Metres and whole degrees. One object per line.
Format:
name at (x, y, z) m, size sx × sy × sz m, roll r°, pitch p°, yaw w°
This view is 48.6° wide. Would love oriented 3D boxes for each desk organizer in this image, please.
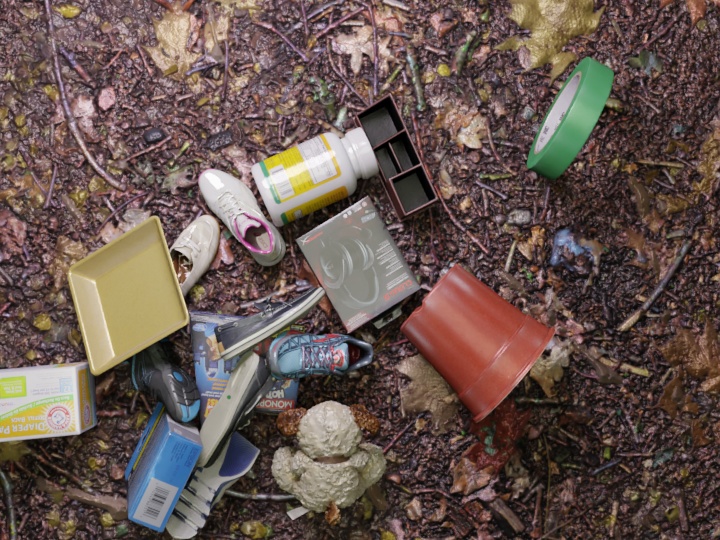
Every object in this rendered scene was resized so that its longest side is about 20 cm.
desk organizer at (0.060, -0.193, 1.366) m, size 0.071 × 0.077 × 0.203 m, roll -25°, pitch 90°, yaw -4°

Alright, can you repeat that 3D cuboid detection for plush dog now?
plush dog at (-0.053, 0.296, 1.291) m, size 0.196 × 0.161 × 0.175 m, roll -3°, pitch 105°, yaw -1°

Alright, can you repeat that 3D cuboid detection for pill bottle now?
pill bottle at (-0.074, -0.163, 1.340) m, size 0.197 × 0.113 × 0.114 m, roll -25°, pitch 90°, yaw -3°

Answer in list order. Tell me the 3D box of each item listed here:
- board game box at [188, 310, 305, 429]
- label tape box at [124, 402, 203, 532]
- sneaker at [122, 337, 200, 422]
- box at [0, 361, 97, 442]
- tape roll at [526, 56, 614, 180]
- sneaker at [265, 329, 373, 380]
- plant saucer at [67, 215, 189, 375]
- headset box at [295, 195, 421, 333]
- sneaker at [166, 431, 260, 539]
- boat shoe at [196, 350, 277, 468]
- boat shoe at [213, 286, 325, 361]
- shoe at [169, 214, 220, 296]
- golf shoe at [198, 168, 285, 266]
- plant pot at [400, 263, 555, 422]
board game box at (-0.201, 0.181, 1.349) m, size 0.196 × 0.062 × 0.204 m, roll 7°, pitch 89°, yaw -3°
label tape box at (-0.319, 0.306, 1.281) m, size 0.063 × 0.200 × 0.146 m, roll 27°, pitch 87°, yaw -18°
sneaker at (-0.328, 0.184, 1.310) m, size 0.082 × 0.073 × 0.200 m, roll -44°, pitch 51°, yaw 5°
box at (-0.545, 0.216, 1.308) m, size 0.196 × 0.101 × 0.115 m, roll -6°, pitch 88°, yaw -3°
tape roll at (0.346, -0.250, 1.322) m, size 0.048 × 0.200 × 0.203 m, roll 27°, pitch 87°, yaw -2°
sneaker at (-0.061, 0.134, 1.296) m, size 0.198 × 0.095 × 0.081 m, roll -4°, pitch 90°, yaw -41°
plant saucer at (-0.373, 0.044, 1.310) m, size 0.198 × 0.048 × 0.202 m, roll -28°, pitch 69°, yaw 14°
headset box at (0.000, 0.000, 1.358) m, size 0.147 × 0.077 × 0.202 m, roll -30°, pitch 88°, yaw -4°
sneaker at (-0.264, 0.362, 1.333) m, size 0.080 × 0.115 × 0.200 m, roll 42°, pitch 57°, yaw -3°
boat shoe at (-0.199, 0.232, 1.282) m, size 0.067 × 0.072 × 0.202 m, roll 33°, pitch 85°, yaw -33°
boat shoe at (-0.148, 0.073, 1.291) m, size 0.198 × 0.075 × 0.063 m, roll -29°, pitch 83°, yaw -8°
shoe at (-0.301, -0.004, 1.352) m, size 0.069 × 0.053 × 0.202 m, roll 30°, pitch 87°, yaw -2°
golf shoe at (-0.201, -0.096, 1.343) m, size 0.075 × 0.092 × 0.200 m, roll -43°, pitch 89°, yaw -2°
plant pot at (0.182, 0.108, 1.315) m, size 0.195 × 0.201 × 0.201 m, roll 41°, pitch 87°, yaw 7°
